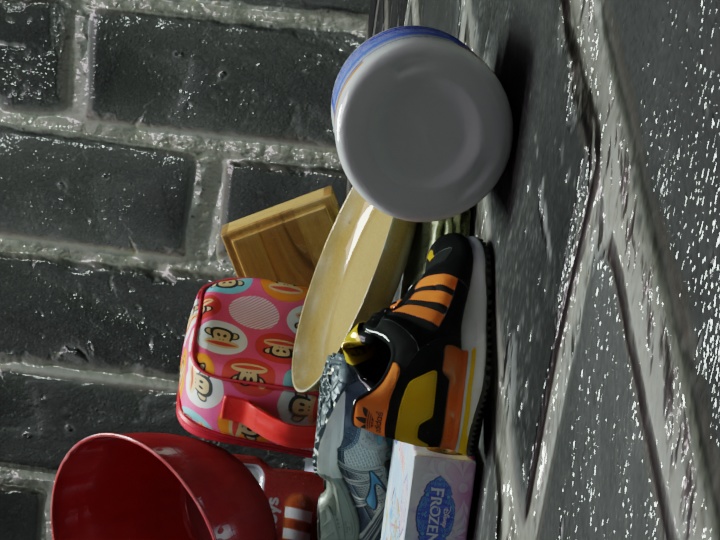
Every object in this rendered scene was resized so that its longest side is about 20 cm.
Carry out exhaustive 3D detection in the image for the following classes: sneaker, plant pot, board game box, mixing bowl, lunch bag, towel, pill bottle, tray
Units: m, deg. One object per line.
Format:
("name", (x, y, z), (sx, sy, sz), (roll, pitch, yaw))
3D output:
("sneaker", (0.033, 0.035, 1.316), (0.201, 0.089, 0.070), (-88, 6, -56))
("plant pot", (0.000, 0.000, 1.575), (0.200, 0.027, 0.202), (-158, 90, -78))
("board game box", (0.037, 0.190, 1.374), (0.200, 0.041, 0.202), (-96, 13, -78))
("mixing bowl", (-0.136, 0.208, 1.648), (0.108, 0.199, 0.202), (-20, -53, -44))
("sneaker", (0.012, 0.129, 1.509), (0.201, 0.085, 0.078), (87, -173, -50))
("lunch bag", (-0.044, 0.087, 1.671), (0.177, 0.198, 0.083), (-88, 11, -61))
("towel", (0.052, -0.002, 1.561), (0.200, 0.036, 0.150), (112, 165, -79))
("pill bottle", (0.036, -0.101, 1.372), (0.200, 0.111, 0.113), (-97, 14, -79))
("tray", (-0.035, 0.041, 1.774), (0.037, 0.098, 0.202), (-92, -18, -74))

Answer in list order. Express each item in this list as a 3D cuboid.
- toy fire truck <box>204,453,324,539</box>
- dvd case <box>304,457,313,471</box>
("toy fire truck", (-0.053, 0.259, 1.737), (0.112, 0.166, 0.202), (110, 167, -78))
("dvd case", (-0.016, 0.227, 1.935), (0.148, 0.016, 0.202), (7, 90, 59))
